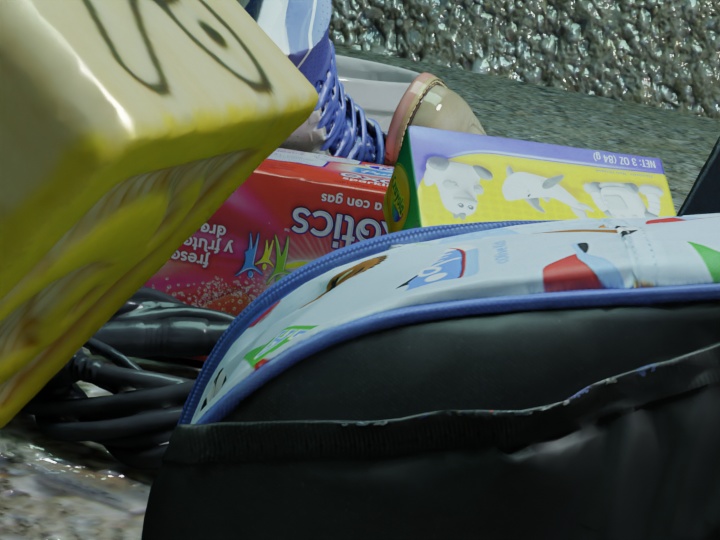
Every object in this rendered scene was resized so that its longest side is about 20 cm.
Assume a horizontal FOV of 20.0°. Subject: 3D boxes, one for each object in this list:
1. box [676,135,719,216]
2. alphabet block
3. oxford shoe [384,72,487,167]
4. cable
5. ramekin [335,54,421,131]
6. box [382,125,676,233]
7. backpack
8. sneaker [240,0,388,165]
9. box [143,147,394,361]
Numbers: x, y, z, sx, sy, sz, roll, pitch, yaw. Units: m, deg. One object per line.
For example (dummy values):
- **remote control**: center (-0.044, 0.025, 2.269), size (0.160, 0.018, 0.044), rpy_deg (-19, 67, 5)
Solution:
- **box**: center (0.208, 0.044, 0.672), size (0.198, 0.124, 0.200), rpy_deg (37, 18, 24)
- **alphabet block**: center (-0.164, -0.058, 0.660), size (0.200, 0.196, 0.195), rpy_deg (48, 18, 5)
- **oxford shoe**: center (0.068, -0.033, 1.072), size (0.073, 0.071, 0.200), rpy_deg (21, -20, 29)
- **cable**: center (-0.071, 0.044, 0.837), size (0.199, 0.051, 0.163), rpy_deg (13, 6, 36)
- **ramekin**: center (-0.051, -0.099, 1.448), size (0.198, 0.106, 0.200), rpy_deg (8, 10, -1)
- **box**: center (0.075, 0.029, 0.791), size (0.116, 0.049, 0.201), rpy_deg (6, 44, -12)
- **backpack**: center (0.049, 0.070, 0.405), size (0.189, 0.202, 0.154), rpy_deg (1, 6, -7)
- **sneaker**: center (-0.025, -0.077, 1.063), size (0.114, 0.081, 0.200), rpy_deg (19, -30, -6)
- **box**: center (0.000, 0.000, 0.972), size (0.198, 0.096, 0.100), rpy_deg (9, 10, 4)
